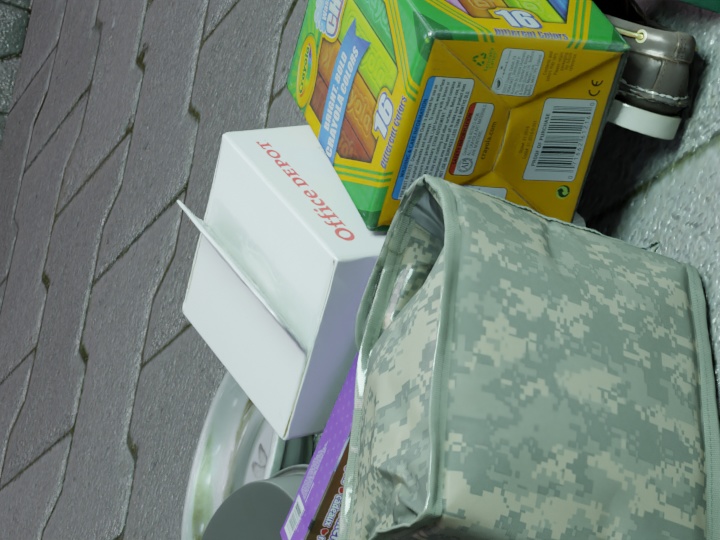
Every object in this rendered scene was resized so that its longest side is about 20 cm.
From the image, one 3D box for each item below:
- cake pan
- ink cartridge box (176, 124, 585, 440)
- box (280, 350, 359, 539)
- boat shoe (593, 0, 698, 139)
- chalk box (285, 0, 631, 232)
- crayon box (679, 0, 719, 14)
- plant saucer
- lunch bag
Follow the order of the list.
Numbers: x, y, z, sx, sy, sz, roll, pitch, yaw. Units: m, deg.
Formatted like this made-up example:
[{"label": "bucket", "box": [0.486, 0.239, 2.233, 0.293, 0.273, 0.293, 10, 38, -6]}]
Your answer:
[{"label": "cake pan", "box": [-0.060, 0.229, 1.482, 0.200, 0.037, 0.201, -22, 63, 52]}, {"label": "ink cartridge box", "box": [0.000, 0.000, 1.248, 0.129, 0.199, 0.126, 47, 133, 41]}, {"label": "box", "box": [0.056, 0.083, 1.190, 0.039, 0.136, 0.201, -118, 47, -62]}, {"label": "boat shoe", "box": [0.134, -0.137, 1.256, 0.200, 0.071, 0.060, -124, 50, -60]}, {"label": "chalk box", "box": [0.041, -0.124, 1.225, 0.200, 0.123, 0.125, -121, 40, -50]}, {"label": "crayon box", "box": [0.105, -0.210, 1.198, 0.127, 0.199, 0.051, -110, 40, -61]}, {"label": "plant saucer", "box": [-0.078, 0.153, 1.654, 0.200, 0.050, 0.201, -163, 90, -72]}, {"label": "lunch bag", "box": [0.084, 0.063, 1.083, 0.118, 0.163, 0.201, -41, 37, 55]}]
